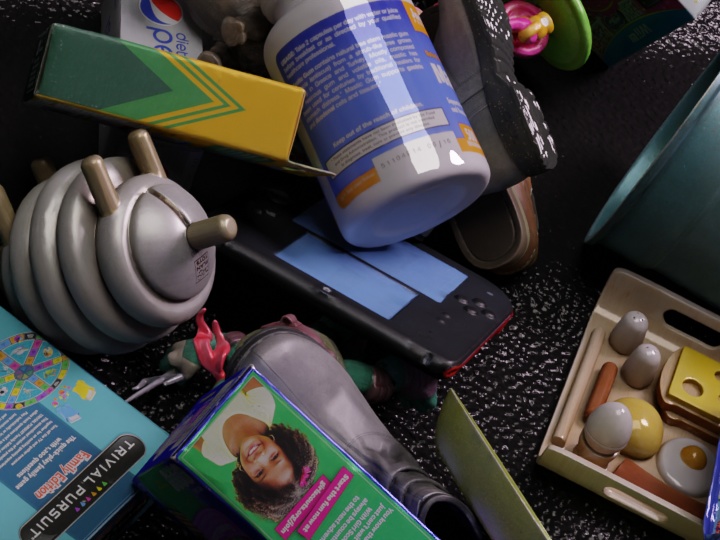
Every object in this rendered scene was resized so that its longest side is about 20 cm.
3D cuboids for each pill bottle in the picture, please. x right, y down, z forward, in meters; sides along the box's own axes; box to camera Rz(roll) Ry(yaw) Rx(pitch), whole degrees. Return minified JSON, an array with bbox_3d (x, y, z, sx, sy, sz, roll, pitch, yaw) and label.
[{"bbox_3d":[0.001,-0.127,1.615,0.111,0.112,0.201,-13,71,-33],"label":"pill bottle"}]

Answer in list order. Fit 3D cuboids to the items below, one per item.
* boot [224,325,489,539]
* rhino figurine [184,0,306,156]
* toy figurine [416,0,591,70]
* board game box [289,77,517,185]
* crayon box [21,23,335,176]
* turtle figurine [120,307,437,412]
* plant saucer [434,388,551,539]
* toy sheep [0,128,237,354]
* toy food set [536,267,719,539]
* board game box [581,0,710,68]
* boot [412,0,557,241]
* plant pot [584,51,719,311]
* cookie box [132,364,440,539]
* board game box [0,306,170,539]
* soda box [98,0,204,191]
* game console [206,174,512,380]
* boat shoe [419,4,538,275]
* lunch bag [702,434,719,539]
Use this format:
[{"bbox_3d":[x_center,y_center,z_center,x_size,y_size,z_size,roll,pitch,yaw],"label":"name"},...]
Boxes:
[{"bbox_3d":[0.011,0.118,1.434,0.070,0.200,0.131,-49,35,-7],"label":"boot"},{"bbox_3d":[-0.083,-0.168,1.684,0.201,0.060,0.087,59,29,-5],"label":"rhino figurine"},{"bbox_3d":[0.053,-0.206,1.798,0.183,0.150,0.201,-29,89,-26],"label":"toy figurine"},{"bbox_3d":[0.019,-0.122,1.788,0.134,0.029,0.200,32,45,8],"label":"board game box"},{"bbox_3d":[-0.116,-0.110,1.553,0.199,0.126,0.052,15,89,-12],"label":"crayon box"},{"bbox_3d":[-0.047,0.078,1.529,0.199,0.101,0.150,-19,63,-45],"label":"turtle figurine"},{"bbox_3d":[0.099,0.165,1.473,0.031,0.200,0.201,-34,61,1],"label":"plant saucer"},{"bbox_3d":[-0.159,-0.013,1.510,0.137,0.199,0.139,13,73,-46],"label":"toy sheep"},{"bbox_3d":[0.215,0.094,1.651,0.143,0.061,0.200,26,45,1],"label":"toy food set"},{"bbox_3d":[0.176,-0.267,1.859,0.200,0.147,0.064,44,67,-8],"label":"board game box"},{"bbox_3d":[0.047,-0.132,1.678,0.068,0.130,0.201,17,52,-65],"label":"boot"},{"bbox_3d":[0.300,-0.044,1.736,0.196,0.201,0.200,36,45,0],"label":"plant pot"},{"bbox_3d":[-0.027,0.156,1.374,0.200,0.171,0.075,42,75,-3],"label":"cookie box"},{"bbox_3d":[-0.231,0.103,1.454,0.200,0.047,0.151,37,45,11],"label":"board game box"},{"bbox_3d":[-0.150,-0.139,1.700,0.063,0.068,0.201,10,46,-16],"label":"soda box"},{"bbox_3d":[0.000,0.000,1.609,0.199,0.031,0.177,29,16,10],"label":"game console"},{"bbox_3d":[0.081,-0.093,1.730,0.068,0.071,0.202,10,67,-66],"label":"boat shoe"},{"bbox_3d":[0.302,0.166,1.588,0.150,0.094,0.201,42,52,-21],"label":"lunch bag"}]
